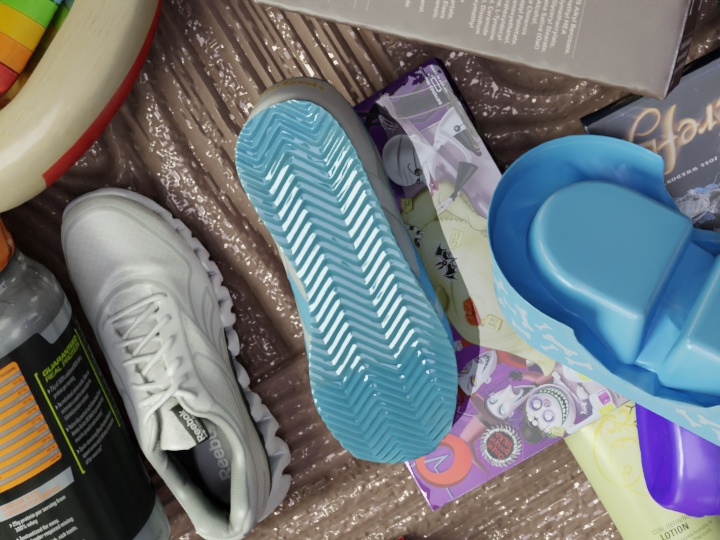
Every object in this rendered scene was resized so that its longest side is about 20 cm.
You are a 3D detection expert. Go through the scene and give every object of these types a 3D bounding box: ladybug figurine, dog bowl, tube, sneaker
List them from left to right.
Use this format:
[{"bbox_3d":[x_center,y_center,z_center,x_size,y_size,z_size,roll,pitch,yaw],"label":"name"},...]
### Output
[{"bbox_3d":[-0.161,-0.109,0.793,0.135,0.072,0.201,27,80,31],"label":"ladybug figurine"},{"bbox_3d":[-0.098,0.050,0.842,0.075,0.081,0.201,-26,98,11],"label":"sneaker"},{"bbox_3d":[0.000,0.000,0.789,0.076,0.081,0.202,-14,111,10],"label":"sneaker"},{"bbox_3d":[0.144,0.096,0.849,0.058,0.052,0.201,-29,94,-33],"label":"tube"},{"bbox_3d":[0.150,0.015,0.762,0.199,0.050,0.112,27,59,11],"label":"dog bowl"}]

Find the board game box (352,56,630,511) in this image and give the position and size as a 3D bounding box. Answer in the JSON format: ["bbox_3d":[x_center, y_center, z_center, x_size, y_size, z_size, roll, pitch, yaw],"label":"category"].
[{"bbox_3d":[0.039,0.007,0.830,0.119,0.032,0.201,-31,88,14],"label":"board game box"}]

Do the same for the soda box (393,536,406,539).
[{"bbox_3d":[-0.055,0.218,0.878,0.198,0.070,0.064,-22,99,9],"label":"soda box"}]

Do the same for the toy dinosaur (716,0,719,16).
[{"bbox_3d":[0.252,-0.171,0.730,0.134,0.086,0.202,21,98,7],"label":"toy dinosaur"}]

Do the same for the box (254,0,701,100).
[{"bbox_3d":[0.060,-0.140,0.761,0.198,0.100,0.076,14,103,13],"label":"box"}]

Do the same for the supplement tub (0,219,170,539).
[{"bbox_3d":[-0.185,0.079,0.816,0.121,0.123,0.202,-17,112,8],"label":"supplement tub"}]

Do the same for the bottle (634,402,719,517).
[{"bbox_3d":[0.240,0.072,0.810,0.198,0.065,0.084,-6,88,-10],"label":"bottle"}]

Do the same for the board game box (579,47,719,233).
[{"bbox_3d":[0.230,-0.061,0.813,0.199,0.035,0.136,-27,99,10],"label":"board game box"}]
